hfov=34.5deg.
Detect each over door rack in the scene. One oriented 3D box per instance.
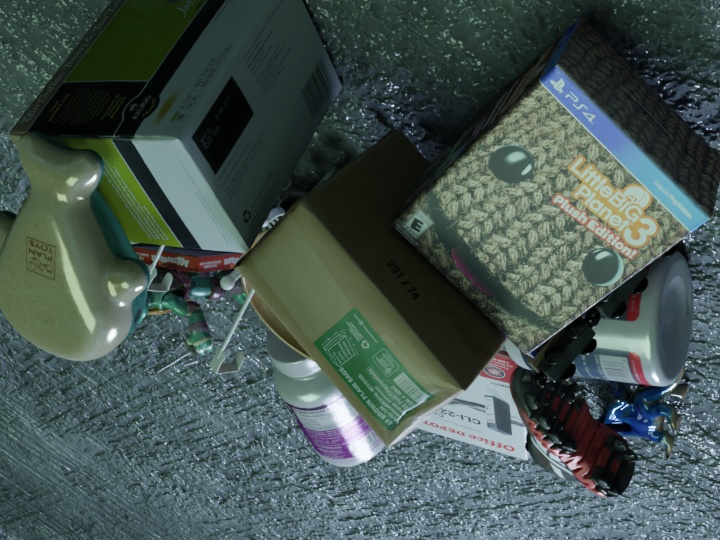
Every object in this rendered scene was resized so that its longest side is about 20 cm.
[{"bbox_3d":[-0.154,-0.013,1.122,0.148,0.066,0.202,45,129,30],"label":"over door rack"}]

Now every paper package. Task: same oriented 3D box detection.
[{"bbox_3d":[0.027,0.009,0.971,0.200,0.190,0.103,49,129,0],"label":"paper package"}]

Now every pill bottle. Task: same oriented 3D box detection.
[{"bbox_3d":[0.193,0.035,1.062,0.197,0.121,0.120,5,142,32],"label":"pill bottle"},{"bbox_3d":[-0.039,0.137,1.390,0.111,0.113,0.201,6,142,30],"label":"pill bottle"}]

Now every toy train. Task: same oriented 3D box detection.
[{"bbox_3d":[0.206,0.014,0.965,0.034,0.200,0.046,44,174,-35],"label":"toy train"}]

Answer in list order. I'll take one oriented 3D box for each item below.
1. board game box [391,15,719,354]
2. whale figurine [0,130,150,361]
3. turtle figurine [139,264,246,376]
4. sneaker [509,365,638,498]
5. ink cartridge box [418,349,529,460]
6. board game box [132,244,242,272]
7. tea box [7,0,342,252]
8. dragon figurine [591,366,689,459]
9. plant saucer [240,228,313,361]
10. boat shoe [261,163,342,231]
[{"bbox_3d":[0.152,-0.061,0.904,0.159,0.097,0.200,42,128,-6],"label":"board game box"},{"bbox_3d":[-0.236,-0.025,0.966,0.157,0.104,0.203,18,124,18],"label":"whale figurine"},{"bbox_3d":[-0.218,0.039,1.312,0.148,0.199,0.102,23,118,27],"label":"turtle figurine"},{"bbox_3d":[0.195,0.157,1.168,0.097,0.071,0.200,10,150,51],"label":"sneaker"},{"bbox_3d":[0.123,0.104,1.247,0.142,0.084,0.201,14,146,20],"label":"ink cartridge box"},{"bbox_3d":[-0.218,-0.021,1.310,0.198,0.102,0.020,8,101,37],"label":"board game box"},{"bbox_3d":[-0.155,-0.138,1.002,0.194,0.201,0.134,7,143,32],"label":"tea box"},{"bbox_3d":[0.282,0.136,1.195,0.098,0.059,0.201,15,147,18],"label":"dragon figurine"},{"bbox_3d":[-0.025,0.023,1.146,0.198,0.036,0.202,19,139,17],"label":"plant saucer"},{"bbox_3d":[-0.066,-0.053,1.178,0.068,0.074,0.199,45,148,-14],"label":"boat shoe"}]
